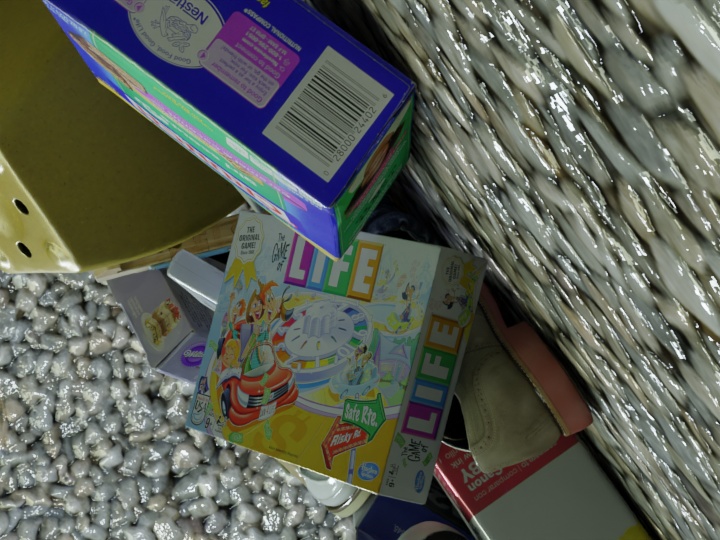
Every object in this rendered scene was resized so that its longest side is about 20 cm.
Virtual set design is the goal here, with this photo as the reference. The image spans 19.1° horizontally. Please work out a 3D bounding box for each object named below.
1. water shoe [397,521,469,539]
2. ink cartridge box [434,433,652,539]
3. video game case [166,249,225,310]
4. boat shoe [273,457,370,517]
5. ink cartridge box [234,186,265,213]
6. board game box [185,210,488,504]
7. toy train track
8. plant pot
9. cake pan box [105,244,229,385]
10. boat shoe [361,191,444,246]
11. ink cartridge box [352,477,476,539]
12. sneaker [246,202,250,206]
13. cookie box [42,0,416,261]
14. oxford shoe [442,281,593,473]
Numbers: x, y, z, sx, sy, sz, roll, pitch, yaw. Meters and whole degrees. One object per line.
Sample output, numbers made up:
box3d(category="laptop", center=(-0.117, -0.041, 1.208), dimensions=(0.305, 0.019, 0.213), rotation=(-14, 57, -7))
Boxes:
box3d(category="water shoe", center=(0.091, 0.230, 1.265), dimensions=(0.079, 0.071, 0.200), rotation=(-5, 122, 53))
box3d(category="ink cartridge box", center=(0.129, 0.174, 1.289), dimensions=(0.200, 0.083, 0.145), rotation=(55, 176, 10))
box3d(category="video game case", center=(-0.025, 0.054, 1.373), dimensions=(0.200, 0.022, 0.182), rotation=(30, 176, 5))
box3d(category="boat shoe", center=(-0.030, 0.110, 1.402), dimensions=(0.068, 0.075, 0.200), rotation=(31, 174, -12))
box3d(category="ink cartridge box", center=(-0.097, -0.153, 1.269), dimensions=(0.145, 0.084, 0.200), rotation=(49, 173, 49))
box3d(category="board game box", center=(-0.018, 0.043, 1.195), dimensions=(0.034, 0.135, 0.200), rotation=(16, 177, -36))
box3d(category="toy train track", center=(-0.099, -0.031, 1.542), dimensions=(0.033, 0.200, 0.115), rotation=(69, -173, -67))
box3d(category="plant pot", center=(-0.190, -0.102, 1.489), dimensions=(0.195, 0.200, 0.194), rotation=(0, 129, 52))
box3d(category="cake pan box", center=(-0.118, 0.019, 1.651), dimensions=(0.184, 0.052, 0.200), rotation=(28, -157, -46))
box3d(category="boat shoe", center=(0.029, 0.023, 1.327), dimensions=(0.091, 0.071, 0.200), rotation=(48, 173, 50))
box3d(category="ink cartridge box", center=(0.083, 0.182, 1.414), dimensions=(0.197, 0.047, 0.200), rotation=(33, -166, -13))
box3d(category="sneaker", center=(-0.066, -0.067, 1.663), dimensions=(0.200, 0.082, 0.070), rotation=(56, 176, -17))
box3d(category="cookie box", center=(-0.059, -0.093, 1.059), dimensions=(0.171, 0.075, 0.200), rotation=(37, 176, 5))
box3d(category="oxford shoe", center=(0.059, 0.055, 1.182), dimensions=(0.071, 0.075, 0.200), rotation=(56, 176, -17))
